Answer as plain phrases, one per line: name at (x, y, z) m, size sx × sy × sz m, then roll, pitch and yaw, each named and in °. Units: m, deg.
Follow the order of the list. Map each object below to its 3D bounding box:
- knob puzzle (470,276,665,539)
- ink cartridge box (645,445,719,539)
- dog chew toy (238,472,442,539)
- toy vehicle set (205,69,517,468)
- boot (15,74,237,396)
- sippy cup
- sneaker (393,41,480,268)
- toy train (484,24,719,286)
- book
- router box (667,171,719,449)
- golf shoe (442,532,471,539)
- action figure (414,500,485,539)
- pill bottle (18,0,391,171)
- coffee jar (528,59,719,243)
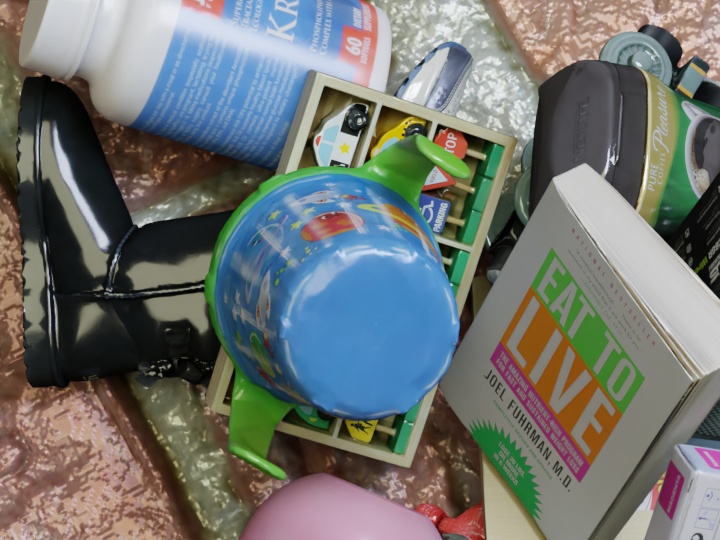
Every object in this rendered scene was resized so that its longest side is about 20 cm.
knob puzzle at (0.165, 0.087, 1.389) m, size 0.218 × 0.031 × 0.221 m, roll 2°, pitch 62°, yaw -4°
ink cartridge box at (0.243, 0.165, 1.254) m, size 0.199 × 0.042 × 0.120 m, roll 10°, pitch 109°, yaw -15°
dog chew toy at (-0.029, 0.218, 1.327) m, size 0.124 × 0.125 × 0.201 m, roll 22°, pitch 86°, yaw 5°
toy vehicle set at (0.000, 0.000, 1.351) m, size 0.124 × 0.027 × 0.201 m, roll 16°, pitch 97°, yaw -15°
boot at (-0.118, -0.020, 1.402) m, size 0.161 × 0.073 × 0.200 m, roll -4°, pitch 84°, yaw 2°
sippy cup at (-0.007, 0.020, 1.272) m, size 0.139 × 0.130 × 0.179 m, roll -5°, pitch 102°, yaw -11°
sneaker at (0.035, -0.036, 1.412) m, size 0.085 × 0.077 × 0.201 m, roll 21°, pitch 86°, yaw -4°
toy train at (0.152, -0.050, 1.395) m, size 0.114 × 0.085 × 0.200 m, roll 36°, pitch 65°, yaw -5°
book at (0.118, 0.053, 1.272) m, size 0.048 × 0.200 × 0.134 m, roll -24°, pitch 65°, yaw -31°
router box at (0.229, 0.028, 1.279) m, size 0.149 × 0.200 × 0.062 m, roll 7°, pitch 56°, yaw -15°
golf shoe at (0.107, 0.221, 1.299) m, size 0.201 × 0.088 × 0.077 m, roll 56°, pitch 49°, yaw -20°
action figure at (0.118, 0.185, 1.365) m, size 0.199 × 0.052 × 0.066 m, roll 28°, pitch 74°, yaw 10°
pill bottle at (-0.091, -0.128, 1.377) m, size 0.199 × 0.112 × 0.113 m, roll 16°, pitch 77°, yaw -17°
coffee jar at (0.187, -0.045, 1.320) m, size 0.199 × 0.085 × 0.105 m, roll 16°, pitch 67°, yaw -24°
